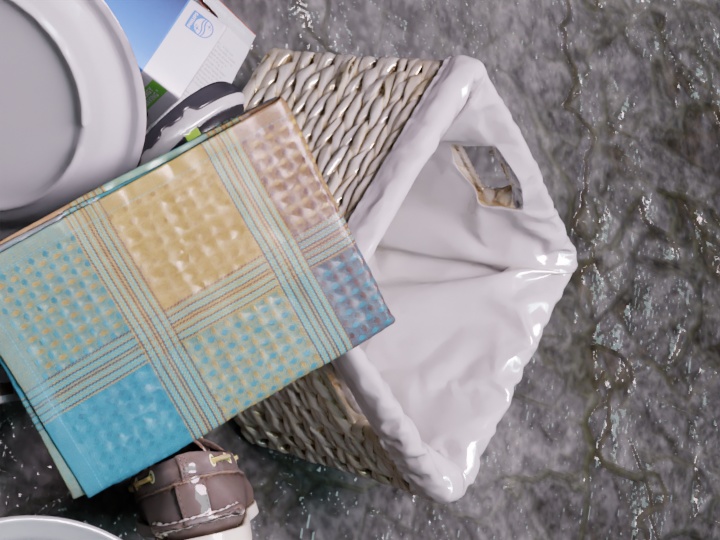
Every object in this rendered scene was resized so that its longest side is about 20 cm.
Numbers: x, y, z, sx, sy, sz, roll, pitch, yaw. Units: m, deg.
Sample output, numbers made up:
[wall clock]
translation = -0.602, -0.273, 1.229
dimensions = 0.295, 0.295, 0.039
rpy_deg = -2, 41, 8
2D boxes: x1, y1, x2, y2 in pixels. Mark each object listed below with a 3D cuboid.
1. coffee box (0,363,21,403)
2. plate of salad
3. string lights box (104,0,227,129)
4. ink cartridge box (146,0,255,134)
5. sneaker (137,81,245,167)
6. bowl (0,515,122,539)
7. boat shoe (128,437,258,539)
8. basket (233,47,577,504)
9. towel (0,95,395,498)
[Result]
[coffee box]
translation = -0.273, 0.044, 1.386
dimensions = 0.200, 0.114, 0.080
rpy_deg = -10, 92, -43
[plate of salad]
translation = -0.206, -0.104, 1.417
dimensions = 0.200, 0.200, 0.048
rpy_deg = 60, 29, -20
[string lights box]
translation = -0.183, -0.157, 1.454
dimensions = 0.200, 0.103, 0.059
rpy_deg = 36, 62, -11
[ink cartridge box]
translation = -0.149, -0.091, 1.555
dimensions = 0.109, 0.050, 0.200
rpy_deg = 43, 58, -31
[sneaker]
translation = -0.114, -0.012, 1.482
dimensions = 0.083, 0.072, 0.200
rpy_deg = 36, 80, 1
[bowl]
translation = -0.190, 0.232, 1.442
dimensions = 0.201, 0.090, 0.201
rpy_deg = 2, 86, -21
[boat shoe]
translation = -0.098, 0.122, 1.497
dimensions = 0.072, 0.200, 0.060
rpy_deg = -13, 94, -4
[basket]
translation = 0.000, 0.000, 1.579
dimensions = 0.200, 0.161, 0.198
rpy_deg = -62, 142, -28
[towel]
translation = -0.097, 0.015, 1.399
dimensions = 0.200, 0.022, 0.147
rpy_deg = -30, 106, -11
